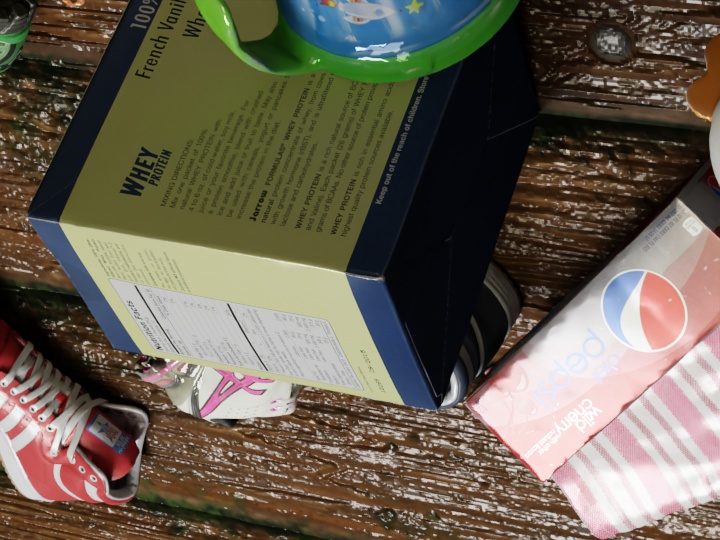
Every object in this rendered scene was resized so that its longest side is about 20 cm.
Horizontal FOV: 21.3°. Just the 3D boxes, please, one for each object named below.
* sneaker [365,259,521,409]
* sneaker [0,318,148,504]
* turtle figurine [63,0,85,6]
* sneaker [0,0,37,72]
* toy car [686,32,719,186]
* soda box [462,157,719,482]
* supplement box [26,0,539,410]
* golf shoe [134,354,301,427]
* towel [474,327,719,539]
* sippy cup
[{"bbox_3d":[0.000,0.000,1.139,0.200,0.109,0.070,38,135,-6],"label":"sneaker"},{"bbox_3d":[-0.223,0.094,1.372,0.112,0.071,0.201,4,137,31],"label":"sneaker"},{"bbox_3d":[-0.177,-0.234,1.061,0.160,0.065,0.201,-11,122,35],"label":"turtle figurine"},{"bbox_3d":[-0.294,-0.178,1.166,0.199,0.078,0.085,30,140,4],"label":"sneaker"},{"bbox_3d":[0.250,-0.052,0.949,0.201,0.176,0.185,60,170,18],"label":"toy car"},{"bbox_3d":[0.149,0.031,1.088,0.070,0.063,0.200,44,126,2],"label":"soda box"},{"bbox_3d":[-0.034,-0.057,1.023,0.198,0.201,0.135,9,150,21],"label":"supplement box"},{"bbox_3d":[-0.063,0.051,1.248,0.092,0.073,0.200,40,148,-18],"label":"golf shoe"},{"bbox_3d":[0.179,0.090,1.178,0.146,0.030,0.200,47,134,-16],"label":"towel"},{"bbox_3d":[0.004,-0.182,0.924,0.139,0.179,0.130,8,153,23],"label":"sippy cup"}]
